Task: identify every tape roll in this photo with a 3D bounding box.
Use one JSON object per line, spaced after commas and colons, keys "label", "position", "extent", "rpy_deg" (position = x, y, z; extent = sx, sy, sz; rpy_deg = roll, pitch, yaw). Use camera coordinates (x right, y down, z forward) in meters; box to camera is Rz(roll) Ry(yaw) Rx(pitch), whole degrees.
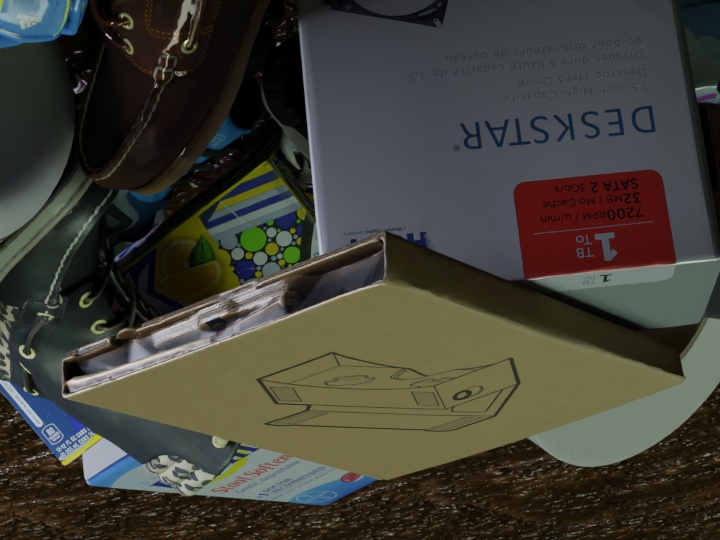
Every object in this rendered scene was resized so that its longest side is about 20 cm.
{"label": "tape roll", "position": [0.154, 0.014, 1.099], "extent": [0.202, 0.204, 0.037], "rpy_deg": [19, -170, -48]}

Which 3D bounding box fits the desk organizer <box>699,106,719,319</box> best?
{"label": "desk organizer", "position": [0.122, -0.033, 0.910], "extent": [0.199, 0.078, 0.072], "rpy_deg": [8, 154, -29]}

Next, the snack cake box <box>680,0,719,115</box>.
{"label": "snack cake box", "position": [0.175, -0.096, 0.961], "extent": [0.198, 0.068, 0.115], "rpy_deg": [-11, 159, 12]}

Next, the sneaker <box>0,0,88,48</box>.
{"label": "sneaker", "position": [-0.100, -0.144, 0.714], "extent": [0.075, 0.106, 0.200], "rpy_deg": [8, 155, -32]}

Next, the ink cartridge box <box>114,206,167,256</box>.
{"label": "ink cartridge box", "position": [-0.166, 0.003, 1.130], "extent": [0.103, 0.060, 0.200], "rpy_deg": [0, 157, -13]}

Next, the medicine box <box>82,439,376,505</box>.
{"label": "medicine box", "position": [-0.057, 0.076, 1.286], "extent": [0.199, 0.104, 0.182], "rpy_deg": [8, 154, -34]}

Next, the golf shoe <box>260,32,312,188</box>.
{"label": "golf shoe", "position": [-0.009, -0.065, 0.947], "extent": [0.094, 0.078, 0.200], "rpy_deg": [-12, 168, 26]}

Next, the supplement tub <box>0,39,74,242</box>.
{"label": "supplement tub", "position": [-0.231, -0.047, 0.867], "extent": [0.145, 0.147, 0.200], "rpy_deg": [10, 154, -35]}

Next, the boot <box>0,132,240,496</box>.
{"label": "boot", "position": [-0.109, 0.026, 0.939], "extent": [0.153, 0.074, 0.204], "rpy_deg": [34, 146, -7]}

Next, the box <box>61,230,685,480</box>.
{"label": "box", "position": [0.009, 0.040, 0.775], "extent": [0.163, 0.021, 0.199], "rpy_deg": [-20, 154, 34]}

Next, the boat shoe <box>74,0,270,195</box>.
{"label": "boat shoe", "position": [-0.073, -0.116, 0.780], "extent": [0.070, 0.071, 0.201], "rpy_deg": [4, 128, -41]}

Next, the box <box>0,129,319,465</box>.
{"label": "box", "position": [-0.099, 0.015, 1.037], "extent": [0.199, 0.070, 0.064], "rpy_deg": [-36, -169, 18]}

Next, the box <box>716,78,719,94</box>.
{"label": "box", "position": [0.270, -0.129, 0.836], "extent": [0.198, 0.044, 0.161], "rpy_deg": [2, 125, -18]}

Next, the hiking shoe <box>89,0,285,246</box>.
{"label": "hiking shoe", "position": [-0.090, -0.066, 0.955], "extent": [0.086, 0.075, 0.200], "rpy_deg": [-1, 158, -11]}

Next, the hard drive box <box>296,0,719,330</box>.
{"label": "hard drive box", "position": [0.053, -0.075, 0.798], "extent": [0.155, 0.202, 0.077], "rpy_deg": [-6, 159, -1]}
